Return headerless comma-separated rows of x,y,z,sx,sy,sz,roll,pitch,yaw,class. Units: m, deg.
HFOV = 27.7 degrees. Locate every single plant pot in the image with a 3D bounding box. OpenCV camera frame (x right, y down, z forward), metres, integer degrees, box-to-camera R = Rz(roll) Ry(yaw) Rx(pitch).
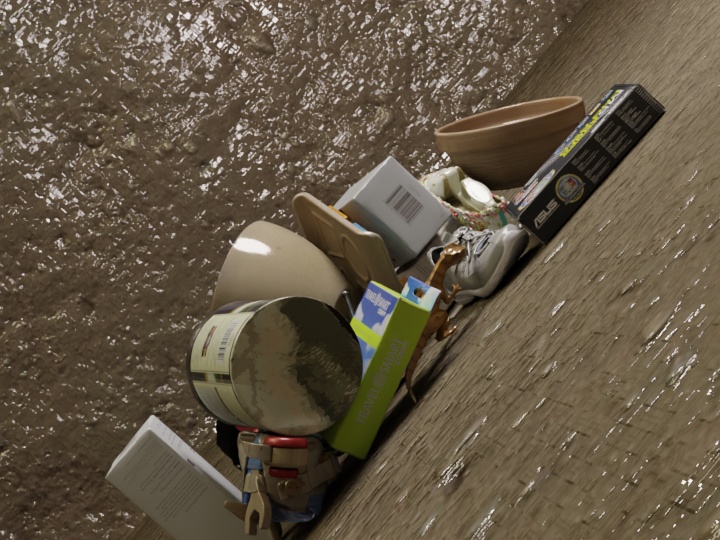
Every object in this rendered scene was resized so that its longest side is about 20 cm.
0.204,-0.162,1.927,0.200,0.093,0.201,-14,10,3,plant pot
-0.084,0.050,1.817,0.200,0.134,0.201,13,-90,-73,plant pot

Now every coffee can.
-0.098,0.104,1.603,0.146,0.146,0.200,-50,14,-15,coffee can

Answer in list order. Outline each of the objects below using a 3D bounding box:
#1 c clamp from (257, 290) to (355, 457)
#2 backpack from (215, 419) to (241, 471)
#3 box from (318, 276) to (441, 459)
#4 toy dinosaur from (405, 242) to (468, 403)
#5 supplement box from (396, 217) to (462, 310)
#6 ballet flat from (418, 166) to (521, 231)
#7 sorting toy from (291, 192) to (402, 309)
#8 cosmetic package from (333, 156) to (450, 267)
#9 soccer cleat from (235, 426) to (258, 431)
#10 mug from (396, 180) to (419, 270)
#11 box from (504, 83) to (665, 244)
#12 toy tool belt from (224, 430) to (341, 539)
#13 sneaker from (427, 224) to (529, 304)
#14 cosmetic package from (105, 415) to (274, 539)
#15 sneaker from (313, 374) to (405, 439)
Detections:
-0.054,0.149,1.723,0.200,0.171,0.027,-37,-30,24,c clamp
-0.120,0.206,1.970,0.127,0.167,0.200,-42,-13,-27,backpack
0.013,0.097,1.612,0.201,0.048,0.122,-65,18,1,box
0.069,0.064,1.637,0.106,0.060,0.201,68,-143,-67,toy dinosaur
0.103,-0.004,1.935,0.200,0.073,0.126,-51,5,-32,supplement box
0.134,-0.097,1.871,0.076,0.064,0.200,-34,39,-20,ballet flat
0.000,0.000,1.827,0.036,0.186,0.200,-32,31,-18,sorting toy
0.026,-0.063,1.901,0.081,0.113,0.200,-49,4,-19,cosmetic package
-0.067,0.161,1.861,0.199,0.067,0.076,-20,8,-4,soccer cleat
0.055,-0.005,2.164,0.176,0.147,0.201,-62,-18,-44,mug
0.251,-0.125,1.663,0.200,0.044,0.160,-49,3,6,box
-0.083,0.238,1.568,0.200,0.124,0.124,134,139,-84,toy tool belt
0.127,-0.015,1.694,0.075,0.082,0.200,-50,4,-24,sneaker
-0.194,0.268,1.696,0.081,0.200,0.113,-50,6,-1,cosmetic package
-0.032,0.157,1.780,0.200,0.087,0.074,-48,4,25,sneaker
